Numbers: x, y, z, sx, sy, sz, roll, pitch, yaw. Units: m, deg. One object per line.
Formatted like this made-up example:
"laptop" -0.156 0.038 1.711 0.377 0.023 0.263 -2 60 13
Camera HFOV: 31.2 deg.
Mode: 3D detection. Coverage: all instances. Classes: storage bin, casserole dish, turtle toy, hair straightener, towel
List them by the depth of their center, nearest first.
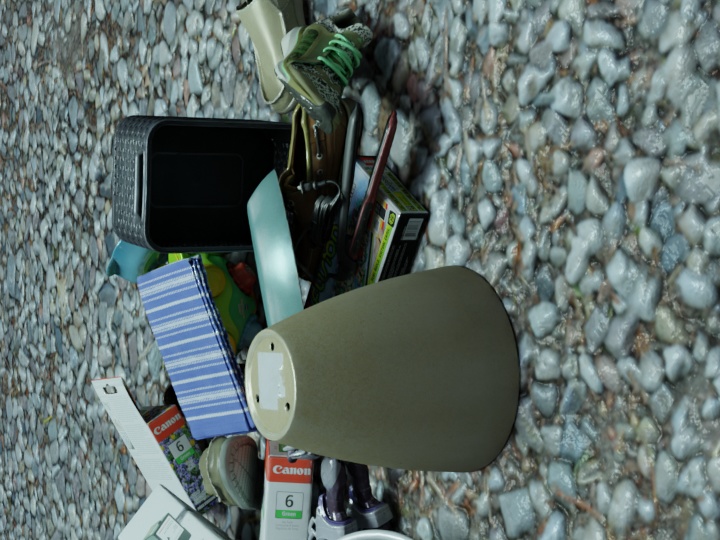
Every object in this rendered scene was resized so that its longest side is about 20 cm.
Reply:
"hair straightener" -0.023 -0.070 1.228 0.041 0.076 0.202 -80 5 -55
"storage bin" -0.157 -0.093 1.382 0.093 0.198 0.138 15 104 56
"towel" -0.179 0.089 1.422 0.144 0.024 0.203 -17 94 53
"turtle toy" -0.172 0.020 1.496 0.145 0.100 0.203 2 101 56
"casserole dish" -0.224 -0.058 1.536 0.039 0.200 0.121 39 159 6

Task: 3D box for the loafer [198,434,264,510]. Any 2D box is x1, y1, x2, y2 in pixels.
"loafer" -0.147 0.227 1.417 0.200 0.068 0.076 79 -163 -69

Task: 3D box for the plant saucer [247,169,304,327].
"plant saucer" -0.084 0.002 1.289 0.200 0.035 0.203 169 90 -85

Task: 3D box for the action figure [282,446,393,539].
"action figure" -0.019 0.181 1.257 0.069 0.129 0.203 7 105 46

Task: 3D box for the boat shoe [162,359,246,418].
"boat shoe" -0.176 0.148 1.555 0.199 0.059 0.073 -12 81 58

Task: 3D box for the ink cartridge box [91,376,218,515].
"ink cartridge box" -0.253 0.210 1.615 0.108 0.050 0.202 -11 109 57

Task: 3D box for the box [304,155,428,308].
"box" 0.000 0.000 1.290 0.110 0.034 0.202 50 132 45

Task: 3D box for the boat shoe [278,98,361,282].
"boat shoe" -0.055 -0.084 1.343 0.072 0.067 0.203 31 118 53

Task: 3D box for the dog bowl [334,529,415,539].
"dog bowl" 0.019 0.340 1.146 0.198 0.079 0.203 -15 60 26

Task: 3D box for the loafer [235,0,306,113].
"loafer" -0.100 -0.272 1.404 0.075 0.067 0.203 -7 86 57

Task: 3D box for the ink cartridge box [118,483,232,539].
"ink cartridge box" -0.169 0.344 1.463 0.084 0.146 0.199 -51 33 -11

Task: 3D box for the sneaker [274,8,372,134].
"sneaker" -0.029 -0.206 1.244 0.088 0.077 0.201 -38 28 17

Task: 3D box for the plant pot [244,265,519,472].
"plant pot" 0.005 0.093 1.134 0.186 0.198 0.191 5 95 58

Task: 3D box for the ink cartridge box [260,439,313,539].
"ink cartridge box" -0.077 0.214 1.359 0.109 0.050 0.203 -119 32 -80
